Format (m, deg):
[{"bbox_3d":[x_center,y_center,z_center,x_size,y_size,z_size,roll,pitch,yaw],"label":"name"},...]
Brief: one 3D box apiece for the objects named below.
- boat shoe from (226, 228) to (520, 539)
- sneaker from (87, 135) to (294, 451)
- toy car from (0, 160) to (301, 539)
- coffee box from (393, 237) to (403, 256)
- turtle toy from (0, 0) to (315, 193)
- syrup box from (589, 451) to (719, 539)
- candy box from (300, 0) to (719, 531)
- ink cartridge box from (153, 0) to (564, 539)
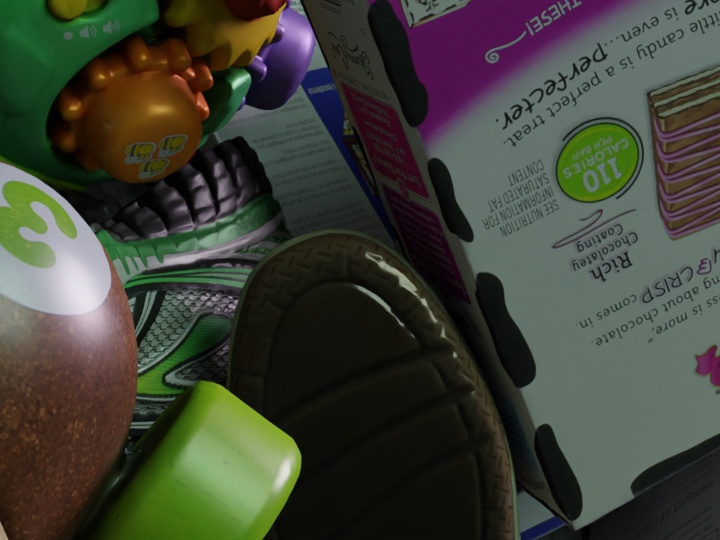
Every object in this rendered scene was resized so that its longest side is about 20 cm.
[{"bbox_3d":[0.013,0.076,0.759,0.076,0.072,0.200,-81,158,-70],"label":"boat shoe"},{"bbox_3d":[-0.061,0.032,0.736,0.085,0.078,0.200,55,36,0],"label":"sneaker"},{"bbox_3d":[-0.101,0.040,0.548,0.164,0.200,0.158,37,80,-7],"label":"toy car"},{"bbox_3d":[0.124,-0.025,0.845,0.200,0.114,0.080,22,29,-5],"label":"coffee box"},{"bbox_3d":[-0.057,-0.092,0.764,0.200,0.101,0.146,-39,124,-57],"label":"turtle toy"},{"bbox_3d":[0.119,0.133,0.845,0.079,0.081,0.200,32,38,-23],"label":"syrup box"},{"bbox_3d":[0.067,-0.054,0.730,0.061,0.136,0.200,33,-32,65],"label":"candy box"},{"bbox_3d":[0.000,0.000,0.869,0.095,0.037,0.200,-17,70,-54],"label":"ink cartridge box"}]
